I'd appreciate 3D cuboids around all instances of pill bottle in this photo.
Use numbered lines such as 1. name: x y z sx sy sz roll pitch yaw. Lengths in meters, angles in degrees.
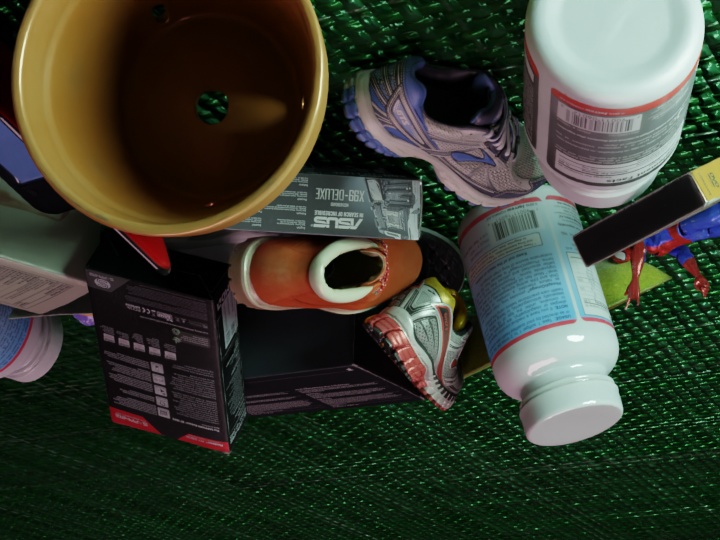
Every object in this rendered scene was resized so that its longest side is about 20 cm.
1. pill bottle: -0.383 0.043 1.589 0.108 0.110 0.200 -10 156 27
2. pill bottle: 0.168 -0.125 1.113 0.114 0.117 0.200 -1 160 5
3. pill bottle: 0.155 0.039 1.381 0.107 0.202 0.109 -11 154 -5

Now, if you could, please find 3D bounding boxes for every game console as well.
1. game console: -0.243 -0.080 1.170 0.171 0.120 0.200 -12 137 32

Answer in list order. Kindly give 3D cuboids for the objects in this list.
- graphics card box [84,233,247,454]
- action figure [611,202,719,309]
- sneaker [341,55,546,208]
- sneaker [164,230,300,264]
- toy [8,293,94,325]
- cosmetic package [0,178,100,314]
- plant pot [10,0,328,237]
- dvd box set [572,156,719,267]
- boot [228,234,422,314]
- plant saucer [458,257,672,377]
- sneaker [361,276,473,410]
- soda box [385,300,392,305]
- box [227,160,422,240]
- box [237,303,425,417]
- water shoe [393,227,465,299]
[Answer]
1. graphics card box: -0.169 0.067 1.441 0.124 0.051 0.202 13 137 16
2. action figure: 0.301 -0.017 1.432 0.065 0.100 0.199 20 155 -41
3. sneaker: 0.084 -0.107 1.227 0.198 0.078 0.085 17 150 -37
4. sneaker: -0.102 -0.014 1.426 0.197 0.078 0.100 3 123 17
5. toy: -0.216 0.026 1.531 0.197 0.115 0.048 -7 116 13
6. cosmetic package: -0.333 -0.036 1.407 0.199 0.088 0.103 20 151 -39
7. plant pot: -0.112 -0.117 1.064 0.197 0.203 0.140 -2 176 7
8. dvd box set: 0.273 -0.069 1.234 0.199 0.030 0.146 -25 176 -33
9. boot: 0.000 0.000 1.320 0.106 0.076 0.199 -3 -176 43
10. plant saucer: 0.168 0.044 1.556 0.198 0.048 0.200 -23 174 -20
11. sneaker: 0.068 0.063 1.425 0.082 0.078 0.200 -42 162 -2
12. soda box: -0.009 0.021 1.582 0.197 0.064 0.070 8 160 -16
13. box: -0.057 -0.061 1.295 0.197 0.051 0.158 3 -173 -7
14. box: -0.056 0.081 1.538 0.198 0.080 0.141 -8 162 29
15. water shoe: 0.002 -0.015 1.510 0.198 0.073 0.079 9 -174 -23
